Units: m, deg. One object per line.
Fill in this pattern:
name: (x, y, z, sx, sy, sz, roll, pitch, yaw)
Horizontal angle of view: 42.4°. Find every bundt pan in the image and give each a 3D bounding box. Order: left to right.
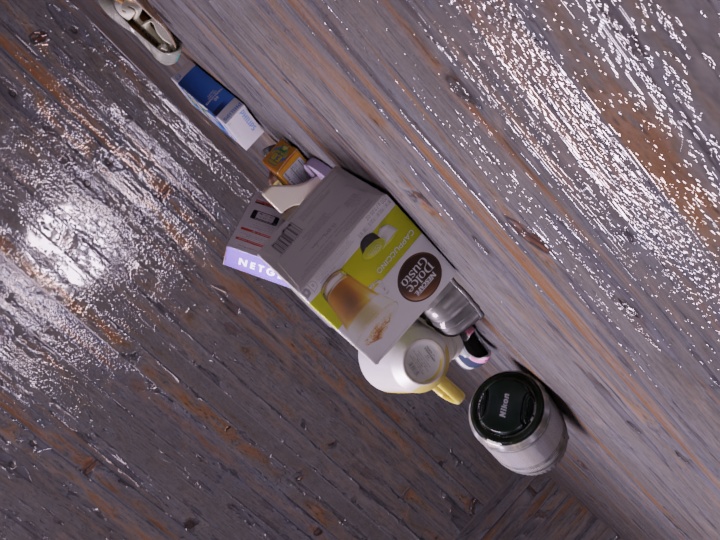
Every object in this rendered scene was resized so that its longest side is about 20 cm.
bundt pan: (0.121, 0.042, 1.647, 0.202, 0.076, 0.202, 44, 175, 5)

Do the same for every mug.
mug: (0.105, 0.158, 1.681, 0.185, 0.151, 0.153, 8, 178, -17)

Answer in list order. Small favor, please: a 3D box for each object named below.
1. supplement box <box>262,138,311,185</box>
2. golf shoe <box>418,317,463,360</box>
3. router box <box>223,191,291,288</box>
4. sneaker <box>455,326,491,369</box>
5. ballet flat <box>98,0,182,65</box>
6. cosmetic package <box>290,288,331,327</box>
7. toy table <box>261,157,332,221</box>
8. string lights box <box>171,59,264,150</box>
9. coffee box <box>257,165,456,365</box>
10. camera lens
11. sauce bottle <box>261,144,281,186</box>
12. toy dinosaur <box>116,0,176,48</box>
supplement box: (-0.108, -0.168, 1.831, 0.066, 0.069, 0.200, 37, 170, 45)
golf shoe: (0.119, 0.098, 1.811, 0.200, 0.075, 0.091, 49, -150, 5)
router box: (-0.139, -0.052, 1.770, 0.198, 0.180, 0.049, 20, 132, 1)
sneaker: (0.190, 0.109, 1.866, 0.200, 0.070, 0.082, 48, 150, -7)
ballet flat: (-0.429, -0.492, 1.827, 0.200, 0.068, 0.064, 44, 149, -11)
cosmetic package: (-0.061, 0.009, 2.229, 0.165, 0.200, 0.165, 44, 176, 0)
toy table: (-0.078, -0.118, 1.693, 0.184, 0.117, 0.200, 44, 175, -10)
string lights box: (-0.296, -0.344, 1.927, 0.200, 0.059, 0.103, 41, 174, 31)
coffee box: (-0.008, -0.011, 1.483, 0.198, 0.200, 0.200, 45, 175, -30)
camera lens: (0.308, 0.297, 1.801, 0.160, 0.160, 0.200, 40, 175, 38)
sauce bottle: (-0.155, -0.162, 1.929, 0.065, 0.064, 0.202, 80, 167, -84)
toy dinosaur: (-0.394, -0.483, 1.626, 0.200, 0.060, 0.106, 49, -160, -2)
